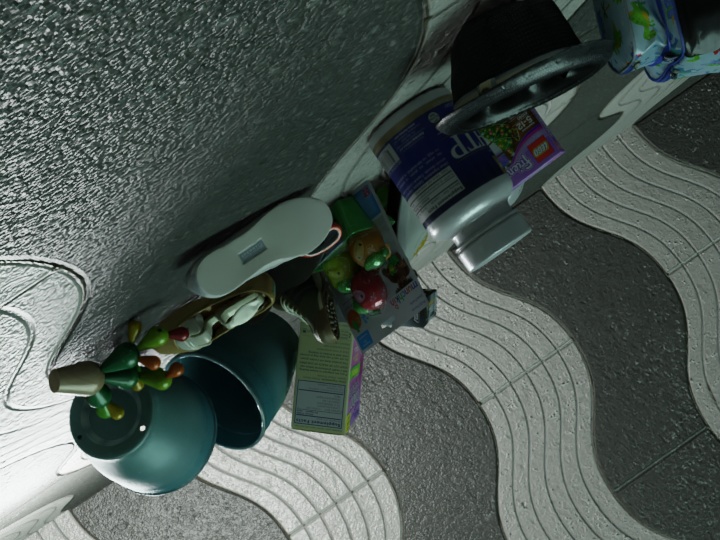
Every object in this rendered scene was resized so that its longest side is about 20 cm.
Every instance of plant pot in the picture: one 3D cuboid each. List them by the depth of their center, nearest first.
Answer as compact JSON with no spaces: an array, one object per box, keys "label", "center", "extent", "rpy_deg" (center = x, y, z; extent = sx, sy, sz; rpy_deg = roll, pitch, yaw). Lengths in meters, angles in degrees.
[{"label":"plant pot","center":[-0.345,0.233,1.461],"extent":[0.200,0.200,0.188],"rpy_deg":[-34,158,-2]},{"label":"plant pot","center":[-0.203,0.170,1.651],"extent":[0.200,0.200,0.188],"rpy_deg":[-40,-173,44]}]

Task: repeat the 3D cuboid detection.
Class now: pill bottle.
[{"label":"pill bottle","center":[0.111,-0.105,1.140],"extent":[0.119,0.200,0.120],"rpy_deg":[-34,174,-4]}]

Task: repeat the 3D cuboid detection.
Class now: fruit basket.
[{"label":"fruit basket","center":[0.000,0.000,1.379],"extent":[0.093,0.201,0.185],"rpy_deg":[-9,160,-37]}]

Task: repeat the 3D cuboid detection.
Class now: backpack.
[{"label":"backpack","center":[0.312,-0.284,0.969],"extent":[0.146,0.184,0.200],"rpy_deg":[-12,175,10]}]

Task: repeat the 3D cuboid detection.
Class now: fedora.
[{"label":"fedora","center":[0.153,-0.215,0.969],"extent":[0.200,0.092,0.201],"rpy_deg":[-21,177,-1]}]

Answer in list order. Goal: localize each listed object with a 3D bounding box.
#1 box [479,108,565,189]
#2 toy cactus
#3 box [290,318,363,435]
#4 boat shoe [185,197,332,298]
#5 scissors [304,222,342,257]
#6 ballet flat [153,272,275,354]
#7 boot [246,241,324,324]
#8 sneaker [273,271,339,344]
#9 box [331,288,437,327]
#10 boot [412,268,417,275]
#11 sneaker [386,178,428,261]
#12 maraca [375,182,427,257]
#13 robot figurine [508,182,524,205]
[{"label":"box","center":[0.152,-0.154,1.275],"extent":[0.200,0.137,0.039],"rpy_deg":[-37,173,21]},{"label":"toy cactus","center":[-0.328,0.130,1.258],"extent":[0.165,0.103,0.200],"rpy_deg":[1,152,-45]},{"label":"box","center":[-0.051,0.170,1.685],"extent":[0.096,0.201,0.176],"rpy_deg":[6,-177,7]},{"label":"boat shoe","center":[-0.124,-0.026,1.158],"extent":[0.200,0.072,0.068],"rpy_deg":[-39,-162,-26]},{"label":"scissors","center":[-0.116,-0.014,1.331],"extent":[0.200,0.014,0.073],"rpy_deg":[-36,136,12]},{"label":"ballet flat","center":[-0.208,0.068,1.348],"extent":[0.199,0.069,0.063],"rpy_deg":[-33,-144,2]},{"label":"boot","center":[-0.120,-0.007,1.407],"extent":[0.200,0.073,0.076],"rpy_deg":[-43,-161,34]},{"label":"sneaker","center":[-0.091,0.049,1.466],"extent":[0.089,0.201,0.067],"rpy_deg":[-22,132,7]},{"label":"box","center":[0.042,0.057,1.594],"extent":[0.157,0.049,0.200],"rpy_deg":[4,-177,10]},{"label":"boot","center":[0.017,0.003,1.643],"extent":[0.173,0.070,0.200],"rpy_deg":[9,-170,22]},{"label":"sneaker","center":[0.078,-0.055,1.418],"extent":[0.084,0.201,0.073],"rpy_deg":[2,-159,-26]},{"label":"maraca","center":[0.055,-0.081,1.497],"extent":[0.137,0.107,0.201],"rpy_deg":[-19,146,-31]},{"label":"robot figurine","center":[0.176,-0.150,1.403],"extent":[0.124,0.151,0.200],"rpy_deg":[-26,-168,11]}]
